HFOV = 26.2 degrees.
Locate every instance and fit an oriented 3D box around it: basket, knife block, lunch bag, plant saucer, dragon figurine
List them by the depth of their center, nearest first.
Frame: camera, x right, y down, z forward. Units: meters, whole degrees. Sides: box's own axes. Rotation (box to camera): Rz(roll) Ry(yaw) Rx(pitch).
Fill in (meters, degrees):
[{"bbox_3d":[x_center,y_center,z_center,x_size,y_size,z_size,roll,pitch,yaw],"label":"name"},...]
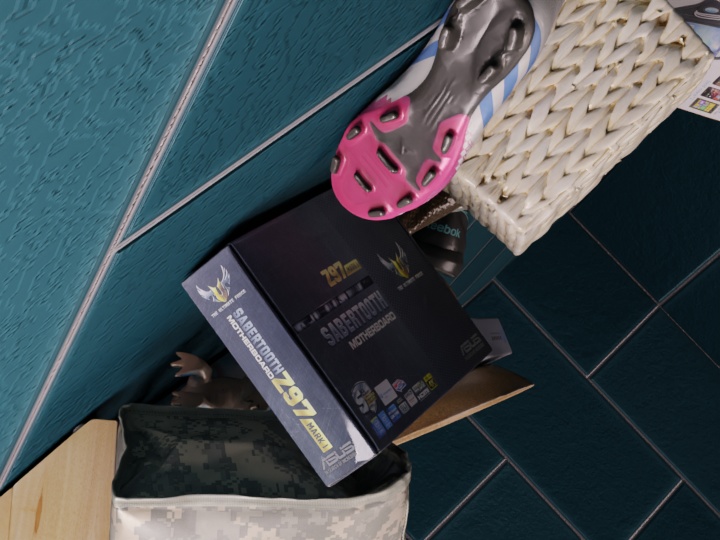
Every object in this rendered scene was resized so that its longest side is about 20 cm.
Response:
[{"bbox_3d":[-0.067,0.182,1.035,0.118,0.200,0.164,-97,-168,-59],"label":"lunch bag"},{"bbox_3d":[-0.196,0.227,1.065,0.200,0.176,0.064,-42,174,-18],"label":"knife block"},{"bbox_3d":[0.135,-0.118,1.089,0.200,0.123,0.136,-42,173,-2],"label":"basket"},{"bbox_3d":[-0.088,0.104,1.164,0.200,0.059,0.099,-6,150,-2],"label":"dragon figurine"},{"bbox_3d":[0.058,0.127,1.404,0.200,0.035,0.200,-23,172,-3],"label":"plant saucer"}]

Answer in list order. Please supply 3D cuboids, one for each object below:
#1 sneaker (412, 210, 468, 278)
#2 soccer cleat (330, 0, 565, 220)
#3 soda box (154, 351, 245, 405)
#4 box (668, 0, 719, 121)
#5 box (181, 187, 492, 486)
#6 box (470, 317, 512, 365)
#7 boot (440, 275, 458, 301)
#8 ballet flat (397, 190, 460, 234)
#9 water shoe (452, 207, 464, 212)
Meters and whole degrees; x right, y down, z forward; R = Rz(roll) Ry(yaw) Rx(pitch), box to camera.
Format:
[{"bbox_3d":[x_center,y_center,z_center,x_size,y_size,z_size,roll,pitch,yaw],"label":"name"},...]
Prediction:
[{"bbox_3d":[0.069,-0.042,1.408,0.200,0.075,0.079,-137,-117,-82],"label":"sneaker"},{"bbox_3d":[0.058,-0.105,0.932,0.086,0.070,0.200,-36,170,-50],"label":"soccer cleat"},{"bbox_3d":[-0.145,0.137,1.280,0.200,0.068,0.064,-35,170,-50],"label":"soda box"},{"bbox_3d":[0.262,-0.187,1.241,0.200,0.041,0.119,12,141,-26],"label":"box"},{"bbox_3d":[-0.008,0.031,1.015,0.051,0.158,0.200,-38,177,30],"label":"box"},{"bbox_3d":[0.029,0.099,1.413,0.200,0.041,0.156,-24,172,13],"label":"box"},{"bbox_3d":[-0.016,0.061,1.418,0.155,0.077,0.200,-31,-163,-37],"label":"boot"},{"bbox_3d":[0.048,-0.060,1.175,0.200,0.067,0.046,-35,158,-25],"label":"ballet flat"},{"bbox_3d":[0.106,-0.099,1.272,0.200,0.072,0.079,-39,175,-31],"label":"water shoe"}]
